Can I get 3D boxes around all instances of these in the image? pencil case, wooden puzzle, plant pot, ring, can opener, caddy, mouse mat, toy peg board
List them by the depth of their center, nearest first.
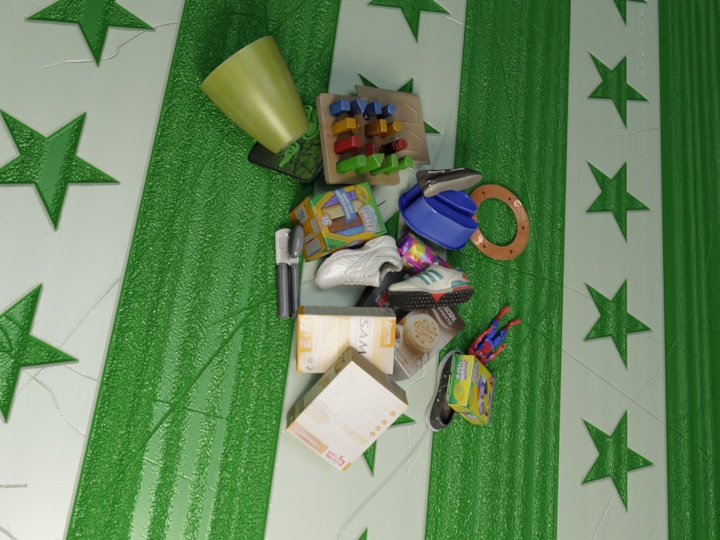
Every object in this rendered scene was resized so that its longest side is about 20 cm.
[{"bbox_3d":[-0.152,0.003,1.577,0.053,0.066,0.200,4,80,-26],"label":"can opener"},{"bbox_3d":[-0.203,-0.357,1.579,0.187,0.187,0.200,-40,99,-30],"label":"plant pot"},{"bbox_3d":[0.021,-0.294,1.633,0.200,0.098,0.199,-4,87,-38],"label":"toy peg board"},{"bbox_3d":[-0.138,-0.292,1.646,0.161,0.008,0.200,20,62,14],"label":"mouse mat"},{"bbox_3d":[0.155,-0.004,1.722,0.200,0.088,0.088,35,63,-14],"label":"pencil case"},{"bbox_3d":[0.184,-0.131,1.763,0.200,0.105,0.141,27,42,-18],"label":"caddy"},{"bbox_3d":[0.073,-0.345,1.791,0.185,0.046,0.200,0,71,-33],"label":"wooden puzzle"},{"bbox_3d":[0.344,-0.122,1.888,0.200,0.019,0.201,7,74,-26],"label":"ring"}]

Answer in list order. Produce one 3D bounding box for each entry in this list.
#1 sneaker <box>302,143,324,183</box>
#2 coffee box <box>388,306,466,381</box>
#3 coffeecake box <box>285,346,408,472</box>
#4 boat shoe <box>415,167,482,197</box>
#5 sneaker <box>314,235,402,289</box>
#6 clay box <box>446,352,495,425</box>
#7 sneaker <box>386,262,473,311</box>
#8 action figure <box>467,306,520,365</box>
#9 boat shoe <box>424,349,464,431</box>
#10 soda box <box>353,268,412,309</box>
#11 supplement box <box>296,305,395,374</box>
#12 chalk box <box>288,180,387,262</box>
[{"bbox_3d":[-0.062,-0.260,1.687,0.080,0.071,0.200,39,61,-9],"label":"sneaker"},{"bbox_3d":[0.125,0.143,1.667,0.200,0.080,0.114,-39,95,-30],"label":"coffee box"},{"bbox_3d":[-0.028,0.281,1.493,0.154,0.073,0.200,40,101,-14],"label":"coffeecake box"},{"bbox_3d":[0.208,-0.218,1.723,0.200,0.067,0.057,-16,71,-42],"label":"boat shoe"},{"bbox_3d":[0.000,0.000,1.605,0.200,0.078,0.099,-25,57,-4],"label":"sneaker"},{"bbox_3d":[0.247,0.264,1.654,0.200,0.048,0.115,45,52,-55],"label":"clay box"},{"bbox_3d":[0.146,0.030,1.643,0.200,0.070,0.093,-3,49,-14],"label":"sneaker"},{"bbox_3d":[0.311,0.168,1.773,0.200,0.052,0.065,-45,103,-30],"label":"action figure"},{"bbox_3d":[0.205,0.271,1.687,0.069,0.057,0.200,30,64,-18],"label":"boat shoe"},{"bbox_3d":[0.032,0.076,1.643,0.063,0.071,0.200,40,63,-13],"label":"soda box"},{"bbox_3d":[-0.032,0.143,1.530,0.200,0.074,0.126,1,102,-5],"label":"supplement box"},{"bbox_3d":[-0.033,-0.110,1.631,0.200,0.125,0.124,-17,84,-28],"label":"chalk box"}]
